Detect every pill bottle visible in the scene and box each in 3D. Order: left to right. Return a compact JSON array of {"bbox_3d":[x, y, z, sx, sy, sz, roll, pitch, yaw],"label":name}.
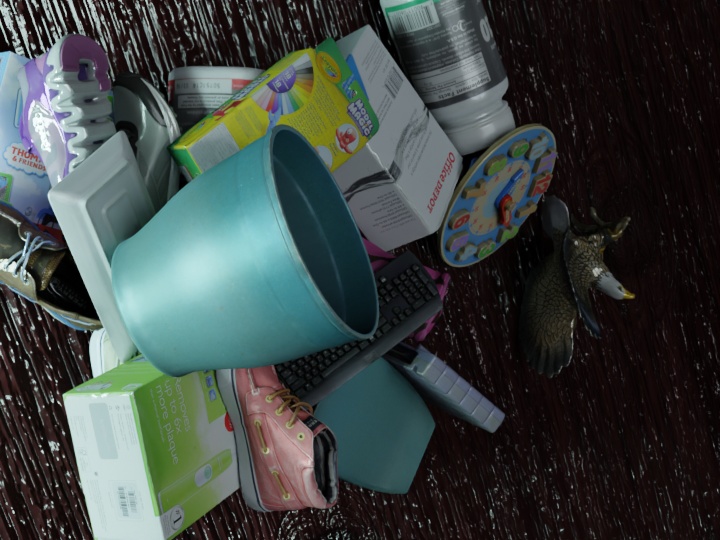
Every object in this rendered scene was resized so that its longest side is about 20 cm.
[{"bbox_3d":[-0.142,-0.104,1.320,0.113,0.114,0.202,0,93,-36],"label":"pill bottle"},{"bbox_3d":[0.106,-0.243,1.492,0.113,0.113,0.201,-32,111,-30],"label":"pill bottle"}]

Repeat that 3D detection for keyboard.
[{"bbox_3d":[-0.023,0.044,1.311,0.199,0.021,0.127,-36,70,-9],"label":"keyboard"}]

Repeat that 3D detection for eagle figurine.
[{"bbox_3d":[0.268,0.012,1.598,0.200,0.150,0.152,-50,129,-31],"label":"eagle figurine"}]

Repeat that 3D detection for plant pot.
[{"bbox_3d":[-0.111,-0.001,1.140,0.201,0.187,0.201,57,19,-32],"label":"plant pot"},{"bbox_3d":[-0.020,0.161,1.409,0.200,0.141,0.142,35,72,-38],"label":"plant pot"}]

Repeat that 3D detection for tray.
[{"bbox_3d":[-0.216,-0.019,1.196,0.107,0.022,0.201,-50,138,-39],"label":"tray"}]

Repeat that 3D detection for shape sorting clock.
[{"bbox_3d":[0.166,-0.086,1.532,0.200,0.039,0.201,-40,152,-26],"label":"shape sorting clock"}]

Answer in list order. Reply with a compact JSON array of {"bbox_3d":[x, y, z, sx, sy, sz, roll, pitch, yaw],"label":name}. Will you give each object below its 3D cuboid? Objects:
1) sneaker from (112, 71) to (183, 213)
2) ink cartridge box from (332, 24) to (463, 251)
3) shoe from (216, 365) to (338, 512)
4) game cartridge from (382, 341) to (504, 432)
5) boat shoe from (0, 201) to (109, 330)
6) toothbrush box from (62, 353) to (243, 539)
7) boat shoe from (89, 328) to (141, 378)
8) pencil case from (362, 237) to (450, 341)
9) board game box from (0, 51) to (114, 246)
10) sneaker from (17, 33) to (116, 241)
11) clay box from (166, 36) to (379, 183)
[{"bbox_3d":[-0.217,-0.092,1.248,0.079,0.074,0.202,-17,109,-41],"label":"sneaker"},{"bbox_3d":[0.015,-0.143,1.416,0.200,0.083,0.145,52,37,-23],"label":"ink cartridge box"},{"bbox_3d":[-0.076,0.138,1.244,0.071,0.090,0.202,-28,111,-62],"label":"shoe"},{"bbox_3d":[0.063,0.113,1.426,0.129,0.200,0.039,36,81,-31],"label":"game cartridge"},{"bbox_3d":[-0.304,-0.010,1.190,0.200,0.072,0.073,35,74,-33],"label":"boat shoe"},{"bbox_3d":[-0.180,0.155,1.233,0.200,0.085,0.147,-28,111,-62],"label":"toothbrush box"},{"bbox_3d":[-0.229,0.149,1.301,0.072,0.062,0.202,-20,104,-33],"label":"boat shoe"},{"bbox_3d":[0.000,0.000,1.386,0.091,0.199,0.094,-65,172,18],"label":"pencil case"},{"bbox_3d":[-0.305,-0.092,1.250,0.151,0.036,0.202,18,81,-35],"label":"board game box"},{"bbox_3d":[-0.274,-0.115,1.196,0.080,0.088,0.202,-18,101,-59],"label":"sneaker"},{"bbox_3d":[-0.080,-0.131,1.262,0.200,0.047,0.115,-41,114,-25],"label":"clay box"}]
